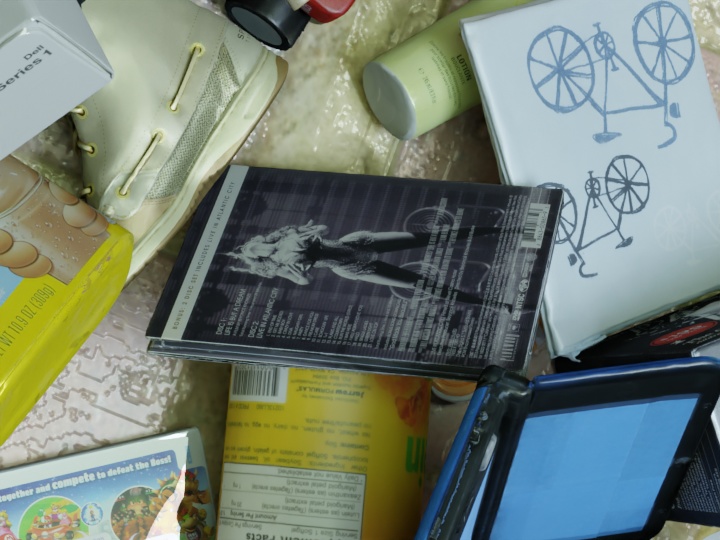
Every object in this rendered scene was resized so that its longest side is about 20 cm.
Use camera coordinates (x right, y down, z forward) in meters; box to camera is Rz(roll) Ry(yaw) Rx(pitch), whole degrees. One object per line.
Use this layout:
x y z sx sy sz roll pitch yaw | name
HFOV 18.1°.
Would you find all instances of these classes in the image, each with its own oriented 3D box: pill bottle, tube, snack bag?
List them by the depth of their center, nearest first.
-0.022 0.127 1.228 0.110 0.111 0.202 7 84 -19 | pill bottle
0.148 -0.066 1.307 0.188 0.021 0.201 -19 95 -39 | snack bag
0.093 -0.142 1.318 0.199 0.058 0.052 -30 55 -25 | tube

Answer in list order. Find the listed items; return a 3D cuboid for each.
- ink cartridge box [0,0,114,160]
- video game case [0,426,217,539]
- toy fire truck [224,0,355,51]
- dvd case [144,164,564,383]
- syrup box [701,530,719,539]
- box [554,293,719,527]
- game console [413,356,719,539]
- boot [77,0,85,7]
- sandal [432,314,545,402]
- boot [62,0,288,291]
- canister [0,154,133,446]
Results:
-0.227 -0.138 1.068 0.144 0.084 0.201 -34 66 10 | ink cartridge box
-0.137 0.199 1.235 0.142 0.018 0.202 -11 91 -19 | video game case
-0.061 -0.198 1.185 0.176 0.200 0.129 37 76 -14 | toy fire truck
0.000 0.000 1.199 0.198 0.016 0.149 5 41 11 | dvd case
0.217 0.236 1.265 0.081 0.079 0.201 -24 137 -14 | syrup box
0.243 0.063 1.287 0.199 0.182 0.105 -19 92 -20 | box
0.094 0.142 1.157 0.118 0.200 0.171 19 57 8 | game console
-0.215 -0.187 1.161 0.162 0.073 0.200 19 88 25 | boot
0.105 -0.013 1.308 0.079 0.059 0.207 46 74 -11 | sandal
-0.152 -0.080 1.215 0.155 0.073 0.200 39 79 -11 | boot
-0.232 -0.014 1.132 0.199 0.087 0.149 32 61 7 | canister
